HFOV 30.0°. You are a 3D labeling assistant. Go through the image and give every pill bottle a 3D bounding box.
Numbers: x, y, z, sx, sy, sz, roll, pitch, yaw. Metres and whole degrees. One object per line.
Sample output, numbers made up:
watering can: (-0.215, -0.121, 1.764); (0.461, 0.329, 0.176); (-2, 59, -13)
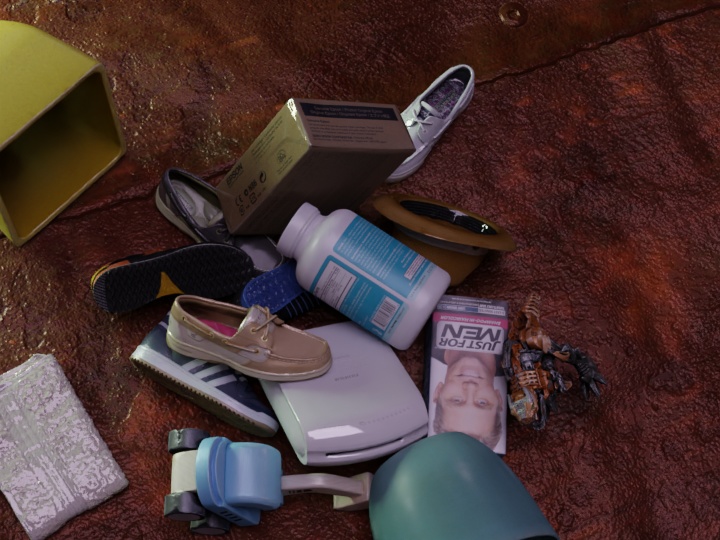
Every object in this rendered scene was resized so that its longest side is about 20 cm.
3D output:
pill bottle: (0.000, 0.000, 1.613); (0.200, 0.111, 0.111); (33, 67, 4)

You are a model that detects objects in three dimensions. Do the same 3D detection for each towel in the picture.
towel: (-0.376, 0.204, 1.581); (0.132, 0.034, 0.200); (-31, 74, -18)

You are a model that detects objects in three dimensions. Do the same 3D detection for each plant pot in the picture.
plant pot: (-0.441, -0.192, 1.666); (0.200, 0.194, 0.196); (36, 67, 18)
plant pot: (0.102, 0.282, 1.526); (0.200, 0.201, 0.161); (-19, 62, -15)

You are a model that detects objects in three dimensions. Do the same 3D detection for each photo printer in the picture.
photo printer: (-0.022, 0.147, 1.580); (0.166, 0.070, 0.200); (-11, 37, -18)

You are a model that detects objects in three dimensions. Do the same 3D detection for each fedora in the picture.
fedora: (0.099, -0.034, 1.699); (0.200, 0.201, 0.082); (20, 105, 1)

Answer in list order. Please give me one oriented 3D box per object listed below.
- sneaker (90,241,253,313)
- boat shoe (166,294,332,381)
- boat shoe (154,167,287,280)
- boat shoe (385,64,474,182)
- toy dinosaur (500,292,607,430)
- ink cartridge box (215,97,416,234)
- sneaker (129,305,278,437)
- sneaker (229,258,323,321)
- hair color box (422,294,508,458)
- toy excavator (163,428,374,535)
sneaker: (-0.235, -0.001, 1.660); (0.200, 0.090, 0.070); (-11, 107, -16)
boat shoe: (-0.129, 0.074, 1.557); (0.200, 0.069, 0.074); (10, 36, 5)
boat shoe: (-0.178, -0.058, 1.702); (0.201, 0.066, 0.072); (37, 67, 9)
boat shoe: (0.087, -0.200, 1.797); (0.072, 0.069, 0.200); (44, 68, 12)
toy dinosaur: (0.220, 0.109, 1.632); (0.136, 0.102, 0.200); (37, 59, -30)
ink cartridge box: (-0.058, -0.124, 1.648); (0.165, 0.200, 0.075); (-3, 61, -40)
sneaker: (-0.168, 0.114, 1.627); (0.200, 0.070, 0.109); (29, 68, 9)
sneaker: (-0.086, 0.022, 1.682); (0.200, 0.078, 0.070); (-20, 79, -39)
hair color box: (0.129, 0.135, 1.662); (0.100, 0.061, 0.200); (5, 67, -5)
toy excavator: (-0.102, 0.248, 1.552); (0.200, 0.194, 0.100); (-8, 65, 20)
